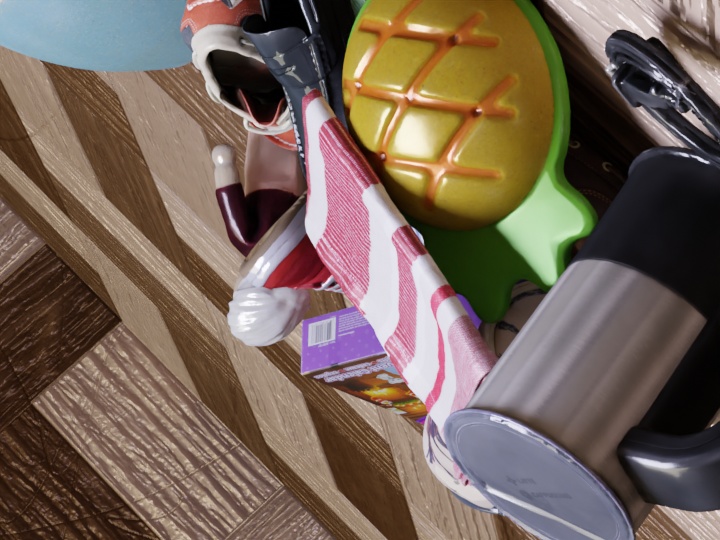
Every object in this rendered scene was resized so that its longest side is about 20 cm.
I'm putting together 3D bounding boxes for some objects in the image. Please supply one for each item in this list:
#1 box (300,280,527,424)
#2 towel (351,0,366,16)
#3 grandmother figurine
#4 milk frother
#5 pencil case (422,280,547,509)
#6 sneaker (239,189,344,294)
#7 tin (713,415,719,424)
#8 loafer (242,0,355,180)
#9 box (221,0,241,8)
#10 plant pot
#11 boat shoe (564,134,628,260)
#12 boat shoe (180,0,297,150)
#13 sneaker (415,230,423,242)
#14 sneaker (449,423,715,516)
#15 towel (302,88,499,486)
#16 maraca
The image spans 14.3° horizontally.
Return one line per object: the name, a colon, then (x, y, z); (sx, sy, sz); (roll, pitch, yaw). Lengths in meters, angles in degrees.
box: (0.082, 0.046, 1.752); (0.200, 0.039, 0.137); (-16, 153, 38)
towel: (0.007, -0.149, 1.820); (0.200, 0.023, 0.153); (49, 170, -3)
grandmother figurine: (-0.054, -0.041, 1.895); (0.121, 0.201, 0.061); (21, 148, -25)
milk frother: (0.129, 0.011, 1.436); (0.200, 0.188, 0.180); (46, 155, -19)
pencil case: (0.094, 0.074, 1.656); (0.089, 0.078, 0.200); (23, 157, 0)
sneaker: (0.000, 0.000, 1.789); (0.113, 0.071, 0.200); (47, -158, 2)
tin: (0.196, 0.066, 1.637); (0.112, 0.042, 0.200); (11, 171, -11)
loafer: (-0.037, -0.141, 1.690); (0.068, 0.070, 0.201); (20, 121, 56)
box: (-0.103, -0.257, 1.632); (0.200, 0.117, 0.060); (42, 170, 22)
plant pot: (-0.145, -0.205, 1.829); (0.135, 0.201, 0.200); (33, 175, -20)
boat shoe: (0.094, -0.061, 1.655); (0.200, 0.070, 0.071); (44, 156, 27)
boat shoe: (-0.062, -0.120, 1.793); (0.200, 0.071, 0.063); (60, -157, -61)
sneaker: (0.031, -0.068, 1.739); (0.200, 0.075, 0.088); (41, 167, 36)
sneaker: (0.150, 0.113, 1.807); (0.078, 0.199, 0.066); (-2, -101, -60)
towel: (0.019, 0.012, 1.592); (0.200, 0.023, 0.144); (57, 165, 25)
maraca: (0.058, -0.073, 1.569); (0.107, 0.137, 0.201); (-7, -104, -55)
